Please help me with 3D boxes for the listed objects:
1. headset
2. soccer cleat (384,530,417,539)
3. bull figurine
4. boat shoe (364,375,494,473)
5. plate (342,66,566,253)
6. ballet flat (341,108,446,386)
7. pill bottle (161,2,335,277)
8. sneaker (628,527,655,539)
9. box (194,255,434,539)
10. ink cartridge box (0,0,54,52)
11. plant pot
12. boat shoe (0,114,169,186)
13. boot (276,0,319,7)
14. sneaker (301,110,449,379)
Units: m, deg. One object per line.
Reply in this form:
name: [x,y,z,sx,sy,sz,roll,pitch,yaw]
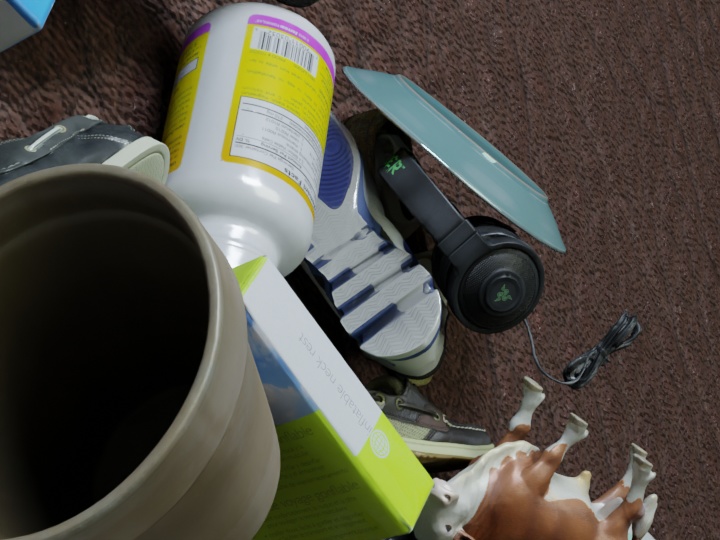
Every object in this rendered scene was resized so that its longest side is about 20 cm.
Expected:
headset: [0.094,-0.007,1.129,0.200,0.094,0.124,50,4,-7]
soccer cleat: [0.019,0.217,1.060,0.067,0.081,0.202,43,42,-32]
bull figurine: [0.117,0.149,1.124,0.199,0.122,0.065,31,7,-39]
boat shoe: [0.021,0.101,1.132,0.199,0.073,0.066,11,68,-51]
plate: [0.071,-0.084,1.177,0.200,0.026,0.200,39,8,-7]
ballet flat: [0.031,-0.020,1.217,0.070,0.070,0.202,-3,75,-54]
pill bottle: [-0.076,-0.062,1.062,0.104,0.104,0.202,38,45,-36]
sneaker: [0.152,0.231,1.236,0.199,0.074,0.119,30,43,-30]
box: [-0.061,0.078,0.989,0.201,0.121,0.048,55,40,-19]
ink cartridge box: [-0.226,-0.236,0.968,0.146,0.084,0.201,45,39,-31]
plant pot: [-0.125,0.074,0.865,0.174,0.198,0.202,51,34,-55]
boat shoe: [-0.192,-0.035,0.941,0.067,0.072,0.200,34,38,19]
boot: [-0.101,-0.198,1.015,0.200,0.077,0.139,43,45,-30]
sneaker: [0.000,0.001,1.150,0.200,0.080,0.115,60,-1,31]
